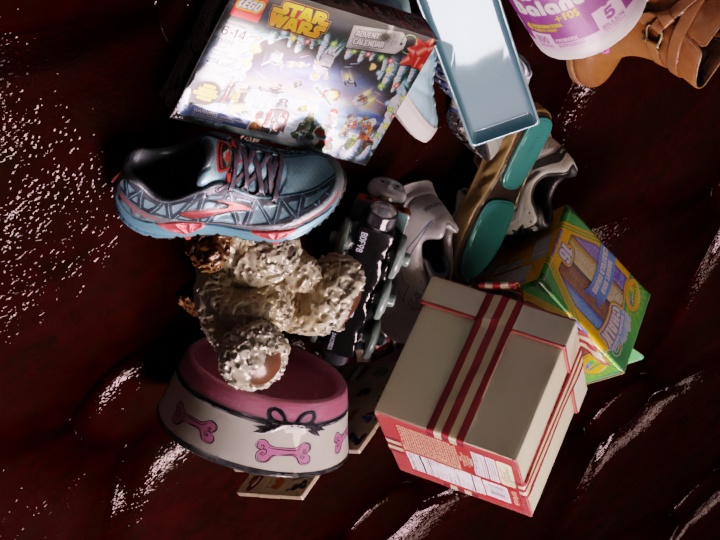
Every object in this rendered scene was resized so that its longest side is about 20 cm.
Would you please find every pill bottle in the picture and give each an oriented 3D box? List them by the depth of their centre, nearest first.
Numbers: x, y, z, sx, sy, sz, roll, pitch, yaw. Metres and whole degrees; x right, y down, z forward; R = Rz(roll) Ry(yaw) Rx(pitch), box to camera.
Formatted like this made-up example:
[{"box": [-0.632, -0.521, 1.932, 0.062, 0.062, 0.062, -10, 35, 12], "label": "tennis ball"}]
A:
[{"box": [0.159, -0.286, 1.365, 0.112, 0.112, 0.200, -41, 127, -2], "label": "pill bottle"}]

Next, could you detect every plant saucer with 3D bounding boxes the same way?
[{"box": [0.106, -0.194, 1.432, 0.069, 0.019, 0.200, -18, 138, 8], "label": "plant saucer"}]

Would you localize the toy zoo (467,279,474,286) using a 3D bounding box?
[{"box": [0.139, 0.096, 1.795, 0.130, 0.202, 0.020, 8, 163, -28], "label": "toy zoo"}]

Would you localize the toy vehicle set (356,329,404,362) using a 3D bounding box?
[{"box": [0.051, 0.062, 1.840, 0.124, 0.027, 0.201, -33, 150, -16], "label": "toy vehicle set"}]

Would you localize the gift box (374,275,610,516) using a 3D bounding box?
[{"box": [0.146, 0.128, 1.644, 0.185, 0.199, 0.188, 75, 36, -62], "label": "gift box"}]

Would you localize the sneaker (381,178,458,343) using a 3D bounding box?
[{"box": [0.056, 0.004, 1.683, 0.074, 0.087, 0.201, -16, 134, -25], "label": "sneaker"}]

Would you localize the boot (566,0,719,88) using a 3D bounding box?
[{"box": [0.298, -0.232, 1.608, 0.076, 0.155, 0.201, -14, 141, -40], "label": "boot"}]

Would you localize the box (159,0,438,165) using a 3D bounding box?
[{"box": [-0.050, -0.170, 1.327, 0.199, 0.040, 0.137, 10, 124, -33], "label": "box"}]

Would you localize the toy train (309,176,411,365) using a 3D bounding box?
[{"box": [0.000, 0.000, 1.619, 0.114, 0.085, 0.201, -78, -176, -55], "label": "toy train"}]

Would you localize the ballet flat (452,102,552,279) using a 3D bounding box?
[{"box": [0.138, -0.089, 1.675, 0.068, 0.063, 0.201, 13, 108, -48], "label": "ballet flat"}]

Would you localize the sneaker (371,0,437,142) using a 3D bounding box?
[{"box": [0.048, -0.187, 1.448, 0.082, 0.074, 0.200, -37, 152, 2], "label": "sneaker"}]

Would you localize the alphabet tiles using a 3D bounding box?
[{"box": [-0.044, 0.167, 1.684, 0.200, 0.166, 0.008, -53, 123, -35], "label": "alphabet tiles"}]

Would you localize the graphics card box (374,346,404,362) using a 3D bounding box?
[{"box": [0.112, 0.128, 1.842, 0.199, 0.126, 0.051, -26, 157, -26], "label": "graphics card box"}]

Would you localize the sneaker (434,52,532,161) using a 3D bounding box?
[{"box": [0.123, -0.193, 1.552, 0.085, 0.077, 0.200, -46, 160, -13], "label": "sneaker"}]

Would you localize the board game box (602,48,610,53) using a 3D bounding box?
[{"box": [0.240, -0.327, 1.467, 0.200, 0.026, 0.200, -45, 129, 6], "label": "board game box"}]

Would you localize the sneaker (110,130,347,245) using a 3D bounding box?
[{"box": [-0.109, -0.072, 1.328, 0.198, 0.080, 0.096, -6, 156, -4], "label": "sneaker"}]

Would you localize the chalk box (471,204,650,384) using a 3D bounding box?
[{"box": [0.232, 0.051, 1.773, 0.124, 0.200, 0.124, -24, -151, 44], "label": "chalk box"}]

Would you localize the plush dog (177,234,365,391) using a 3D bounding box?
[{"box": [-0.101, -0.012, 1.474, 0.200, 0.160, 0.173, -35, 137, -46], "label": "plush dog"}]

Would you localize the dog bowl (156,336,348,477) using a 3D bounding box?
[{"box": [-0.100, 0.129, 1.589, 0.199, 0.200, 0.074, -5, 116, -47], "label": "dog bowl"}]

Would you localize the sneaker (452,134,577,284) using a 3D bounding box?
[{"box": [0.159, -0.057, 1.723, 0.075, 0.088, 0.201, -2, 127, -58], "label": "sneaker"}]
